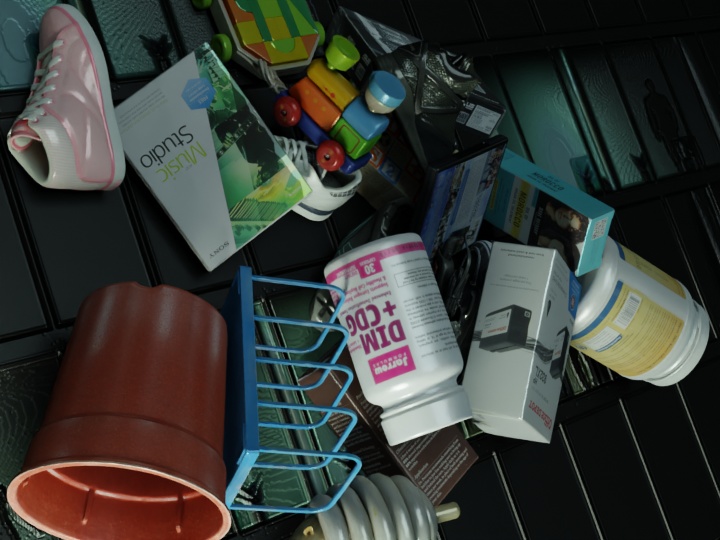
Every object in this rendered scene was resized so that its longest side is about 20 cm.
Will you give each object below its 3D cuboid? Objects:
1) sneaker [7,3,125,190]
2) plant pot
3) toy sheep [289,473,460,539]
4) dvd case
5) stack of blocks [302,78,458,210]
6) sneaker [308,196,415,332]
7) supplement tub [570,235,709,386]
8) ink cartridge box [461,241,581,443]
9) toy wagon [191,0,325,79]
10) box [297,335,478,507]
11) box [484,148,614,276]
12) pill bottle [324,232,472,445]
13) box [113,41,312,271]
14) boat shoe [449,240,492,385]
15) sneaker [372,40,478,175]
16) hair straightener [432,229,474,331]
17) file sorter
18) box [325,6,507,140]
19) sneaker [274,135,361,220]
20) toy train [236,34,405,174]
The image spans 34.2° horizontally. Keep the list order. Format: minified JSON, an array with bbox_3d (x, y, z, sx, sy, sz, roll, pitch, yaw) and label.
[{"bbox_3d":[-0.313,-0.176,1.193,0.104,0.075,0.203,-11,83,-43],"label":"sneaker"},{"bbox_3d":[-0.206,0.132,1.088,0.199,0.200,0.198,24,51,-26],"label":"plant pot"},{"bbox_3d":[0.014,0.277,1.214,0.197,0.138,0.140,-9,77,-25],"label":"toy sheep"},{"bbox_3d":[0.109,-0.076,1.373,0.017,0.145,0.199,26,27,22],"label":"dvd case"},{"bbox_3d":[0.037,-0.142,1.443,0.199,0.058,0.116,40,54,-16],"label":"stack of blocks"},{"bbox_3d":[0.000,0.000,1.352,0.076,0.079,0.200,50,57,-16],"label":"sneaker"},{"bbox_3d":[0.342,0.054,1.529,0.198,0.144,0.146,29,57,-23],"label":"supplement tub"},{"bbox_3d":[0.190,0.087,1.380,0.145,0.082,0.203,41,60,-61],"label":"ink cartridge box"},{"bbox_3d":[-0.129,-0.329,1.410,0.154,0.039,0.203,-17,83,-39],"label":"toy wagon"},{"bbox_3d":[0.031,0.167,1.309,0.100,0.075,0.201,-40,98,-38],"label":"box"},{"bbox_3d":[0.218,-0.078,1.462,0.049,0.083,0.199,-20,41,-38],"label":"box"},{"bbox_3d":[0.043,0.073,1.236,0.112,0.113,0.203,-13,79,-38],"label":"pill bottle"},{"bbox_3d":[-0.165,-0.122,1.264,0.144,0.036,0.201,-37,97,-9],"label":"box"},{"bbox_3d":[0.120,0.045,1.426,0.067,0.071,0.203,28,65,-25],"label":"boat shoe"},{"bbox_3d":[0.099,-0.178,1.362,0.113,0.076,0.201,-24,117,1],"label":"sneaker"},{"bbox_3d":[0.099,0.050,1.344,0.041,0.077,0.203,19,93,-35],"label":"hair straightener"},{"bbox_3d":[-0.078,0.124,1.163,0.121,0.139,0.203,7,54,-19],"label":"file sorter"},{"bbox_3d":[0.067,-0.246,1.460,0.198,0.050,0.158,16,27,-29],"label":"box"},{"bbox_3d":[-0.094,-0.126,1.330,0.198,0.080,0.078,18,64,-27],"label":"sneaker"},{"bbox_3d":[-0.047,-0.216,1.303,0.200,0.116,0.084,46,33,7],"label":"toy train"}]
